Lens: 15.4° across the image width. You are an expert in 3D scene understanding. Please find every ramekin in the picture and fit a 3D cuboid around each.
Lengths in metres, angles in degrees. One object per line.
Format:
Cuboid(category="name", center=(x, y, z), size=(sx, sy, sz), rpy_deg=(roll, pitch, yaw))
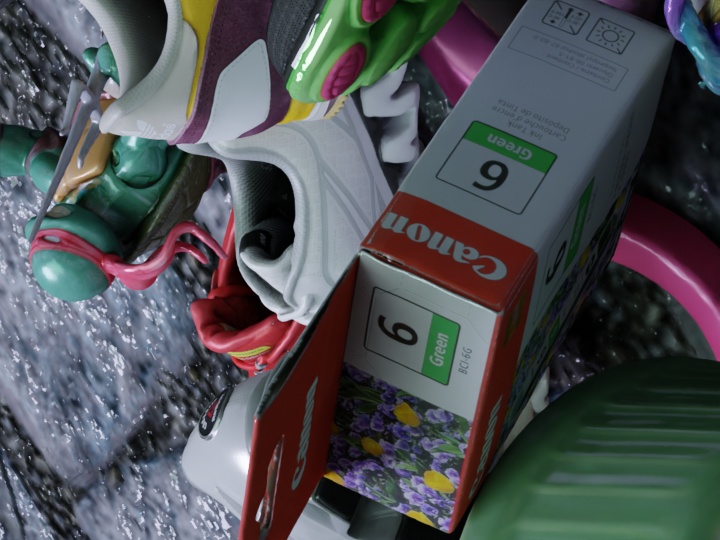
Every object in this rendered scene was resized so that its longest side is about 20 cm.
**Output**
Cuboid(category="ramekin", center=(0.131, 0.124, 0.832), size=(0.098, 0.200, 0.201), rpy_deg=(-8, 108, 54))

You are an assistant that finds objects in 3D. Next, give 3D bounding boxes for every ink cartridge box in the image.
Cuboid(category="ink cartridge box", center=(0.029, 0.016, 0.806), size=(0.050, 0.200, 0.109), rpy_deg=(24, 140, 12))

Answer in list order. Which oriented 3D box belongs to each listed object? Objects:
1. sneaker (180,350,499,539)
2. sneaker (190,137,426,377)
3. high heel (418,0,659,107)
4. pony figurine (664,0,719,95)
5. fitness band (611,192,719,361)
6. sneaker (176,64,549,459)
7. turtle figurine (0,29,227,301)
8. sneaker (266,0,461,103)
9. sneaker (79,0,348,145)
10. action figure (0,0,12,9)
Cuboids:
Cuboid(category="sneaker", center=(0.022, 0.102, 0.952), size=(0.200, 0.074, 0.088), rpy_deg=(41, 144, -17))
Cuboid(category="sneaker", center=(-0.031, 0.018, 1.036), size=(0.077, 0.085, 0.201), rpy_deg=(30, 133, 32))
Cuboid(category="high heel", center=(0.011, -0.092, 0.932), size=(0.199, 0.067, 0.096), rpy_deg=(25, 117, 19))
Cuboid(category="pony figurine", center=(0.108, -0.155, 0.743), size=(0.201, 0.166, 0.193), rpy_deg=(68, 156, 5))
Cuboid(category="fitness band", center=(0.090, 0.065, 0.975), size=(0.143, 0.037, 0.201), rpy_deg=(23, 128, 37))
Cuboid(category="sneaker", center=(0.000, 0.000, 0.931), size=(0.075, 0.081, 0.200), rpy_deg=(2, 128, 49))
Cuboid(category="turtle figurine", center=(-0.094, -0.059, 0.967), size=(0.149, 0.200, 0.101), rpy_deg=(-15, 130, 41))
Cuboid(category="sneaker", center=(0.001, -0.145, 0.724), size=(0.084, 0.077, 0.201), rpy_deg=(18, 109, 31))
Cuboid(category="sneaker", center=(-0.066, -0.138, 0.847), size=(0.075, 0.090, 0.201), rpy_deg=(-44, 59, 61))
Cuboid(category="action figure", center=(-0.159, -0.162, 1.034), size=(0.130, 0.069, 0.200), rpy_deg=(51, 174, -19))
